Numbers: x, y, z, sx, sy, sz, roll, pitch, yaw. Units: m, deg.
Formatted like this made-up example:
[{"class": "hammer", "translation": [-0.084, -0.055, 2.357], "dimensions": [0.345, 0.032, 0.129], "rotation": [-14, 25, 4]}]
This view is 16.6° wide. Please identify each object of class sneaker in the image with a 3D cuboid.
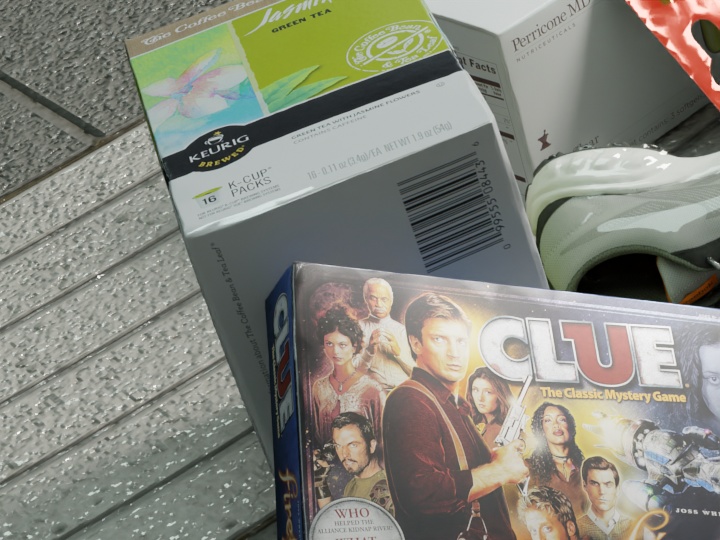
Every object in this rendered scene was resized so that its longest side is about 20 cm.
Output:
[{"class": "sneaker", "translation": [0.176, -0.020, 1.135], "dimensions": [0.199, 0.074, 0.080], "rotation": [-11, 52, 12]}]

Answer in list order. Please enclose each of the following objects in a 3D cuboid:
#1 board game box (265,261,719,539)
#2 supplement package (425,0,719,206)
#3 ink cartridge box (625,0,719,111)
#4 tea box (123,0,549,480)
[{"class": "board game box", "translation": [0.066, 0.072, 0.923], "dimensions": [0.198, 0.035, 0.136], "rotation": [6, 59, -18]}, {"class": "supplement package", "translation": [0.107, -0.141, 1.310], "dimensions": [0.199, 0.111, 0.155], "rotation": [-35, 34, -24]}, {"class": "ink cartridge box", "translation": [0.246, -0.146, 1.219], "dimensions": [0.199, 0.057, 0.163], "rotation": [-33, 76, -28]}, {"class": "tea box", "translation": [0.000, 0.000, 1.057], "dimensions": [0.133, 0.201, 0.197], "rotation": [-21, 31, -3]}]
